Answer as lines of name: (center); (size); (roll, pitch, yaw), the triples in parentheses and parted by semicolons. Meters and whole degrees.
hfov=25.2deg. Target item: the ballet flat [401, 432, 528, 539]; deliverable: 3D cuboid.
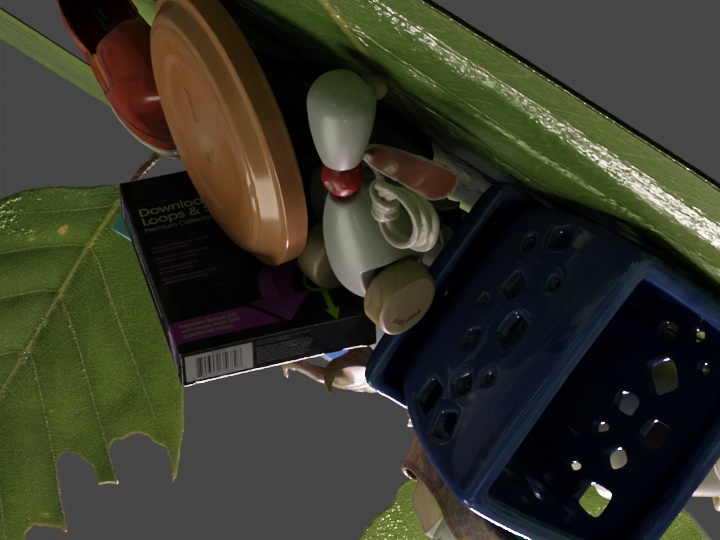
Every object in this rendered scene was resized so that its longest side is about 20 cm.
ballet flat: (0.075, 0.174, 1.158); (0.068, 0.067, 0.200); (35, -171, -21)

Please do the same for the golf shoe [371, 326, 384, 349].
golf shoe: (0.068, 0.085, 1.273); (0.198, 0.092, 0.075); (18, 157, 22)

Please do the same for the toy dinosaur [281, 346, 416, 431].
toy dinosaur: (-0.003, 0.070, 1.191); (0.100, 0.059, 0.200); (21, 175, 28)

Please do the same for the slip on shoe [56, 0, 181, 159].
slip on shoe: (-0.178, -0.164, 1.258); (0.201, 0.074, 0.061); (53, -179, 23)

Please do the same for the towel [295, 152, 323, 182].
towel: (-0.024, -0.081, 1.329); (0.199, 0.022, 0.146); (31, -173, 25)

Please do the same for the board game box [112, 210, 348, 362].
board game box: (-0.093, 0.009, 1.323); (0.151, 0.045, 0.200); (28, 176, 27)

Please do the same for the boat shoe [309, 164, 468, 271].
boat shoe: (0.051, -0.025, 1.173); (0.065, 0.073, 0.199); (-19, 136, 42)

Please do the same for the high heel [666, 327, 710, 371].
high heel: (0.304, 0.111, 1.364); (0.142, 0.072, 0.200); (24, -170, -28)

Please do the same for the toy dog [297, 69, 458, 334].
toy dog: (0.018, -0.052, 1.053); (0.132, 0.096, 0.200); (47, 154, 15)

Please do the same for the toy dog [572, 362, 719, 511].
toy dog: (0.272, 0.121, 1.255); (0.198, 0.141, 0.193); (3, 175, 36)

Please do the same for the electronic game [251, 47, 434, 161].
electronic game: (-0.038, -0.118, 1.183); (0.198, 0.042, 0.200); (23, 174, 3)

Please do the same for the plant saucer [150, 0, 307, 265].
plant saucer: (-0.095, -0.096, 1.092); (0.201, 0.032, 0.201); (54, 158, 33)

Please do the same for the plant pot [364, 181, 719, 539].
plant pot: (0.135, 0.066, 1.115); (0.199, 0.201, 0.180); (31, -175, -42)

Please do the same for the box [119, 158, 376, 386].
box: (-0.086, -0.008, 1.169); (0.201, 0.142, 0.036); (-119, 22, -47)
